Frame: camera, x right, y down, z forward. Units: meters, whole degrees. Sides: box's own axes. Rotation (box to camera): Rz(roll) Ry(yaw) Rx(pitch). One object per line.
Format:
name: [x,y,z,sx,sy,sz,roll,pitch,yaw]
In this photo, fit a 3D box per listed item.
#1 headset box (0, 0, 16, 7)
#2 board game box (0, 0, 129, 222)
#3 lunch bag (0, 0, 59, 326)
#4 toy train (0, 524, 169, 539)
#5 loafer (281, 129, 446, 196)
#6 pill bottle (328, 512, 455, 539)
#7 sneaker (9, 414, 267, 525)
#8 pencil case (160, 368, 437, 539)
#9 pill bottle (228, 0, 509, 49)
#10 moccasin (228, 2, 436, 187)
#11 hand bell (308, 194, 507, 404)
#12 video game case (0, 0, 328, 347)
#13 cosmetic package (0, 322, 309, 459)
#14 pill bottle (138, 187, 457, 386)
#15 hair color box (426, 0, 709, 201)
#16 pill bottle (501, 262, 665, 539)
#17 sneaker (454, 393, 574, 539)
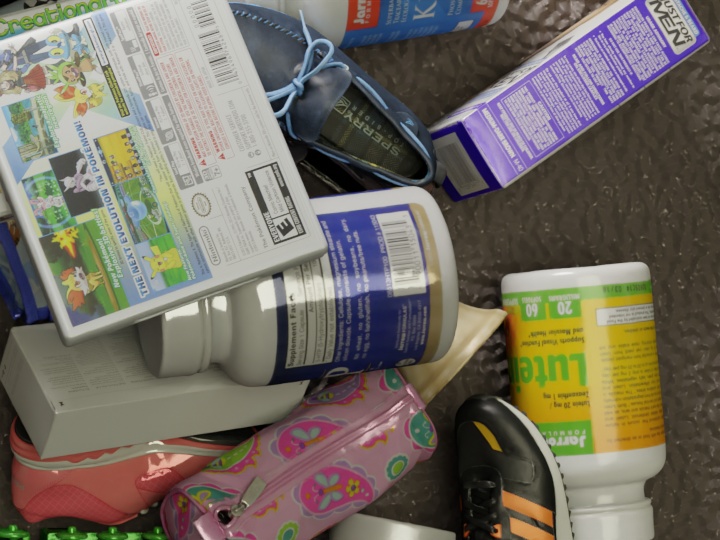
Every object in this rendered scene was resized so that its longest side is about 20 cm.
headset box: [-0.272,-0.213,1.603,0.199,0.174,0.093,-25,95,-19]
board game box: [-0.183,-0.113,1.575,0.198,0.035,0.127,-16,85,-17]
lunch bag: [-0.199,-0.083,1.649,0.169,0.124,0.201,-26,88,-18]
toy train: [-0.194,0.196,1.672,0.198,0.056,0.042,3,91,-18]
loafer: [-0.032,-0.088,1.732,0.199,0.072,0.063,26,84,-18]
pill bottle: [0.005,0.276,1.701,0.119,0.120,0.202,12,84,-17]
sneaker: [-0.156,0.135,1.692,0.198,0.074,0.087,0,121,-26]
pencil case: [-0.042,0.141,1.658,0.199,0.087,0.088,-30,97,-28]
pill bottle: [0.000,-0.216,1.724,0.198,0.112,0.113,-12,91,-18]
moccasin: [-0.024,-0.123,1.655,0.199,0.068,0.081,26,99,-19]
hand bell: [0.000,0.000,1.741,0.200,0.104,0.104,44,76,1]
video game case: [-0.139,-0.073,1.536,0.181,0.022,0.201,-19,78,-17]
cosmetic package: [-0.140,0.073,1.654,0.199,0.083,0.051,-6,135,-33]
pill bottle: [-0.045,0.014,1.613,0.198,0.120,0.121,-7,90,-16]
hair color box: [0.147,-0.133,1.769,0.199,0.109,0.065,-34,96,-17]
pill bottle: [0.165,0.098,1.764,0.110,0.111,0.202,-5,89,-18]
sneaker: [0.100,0.191,1.707,0.090,0.070,0.202,-25,102,-46]
